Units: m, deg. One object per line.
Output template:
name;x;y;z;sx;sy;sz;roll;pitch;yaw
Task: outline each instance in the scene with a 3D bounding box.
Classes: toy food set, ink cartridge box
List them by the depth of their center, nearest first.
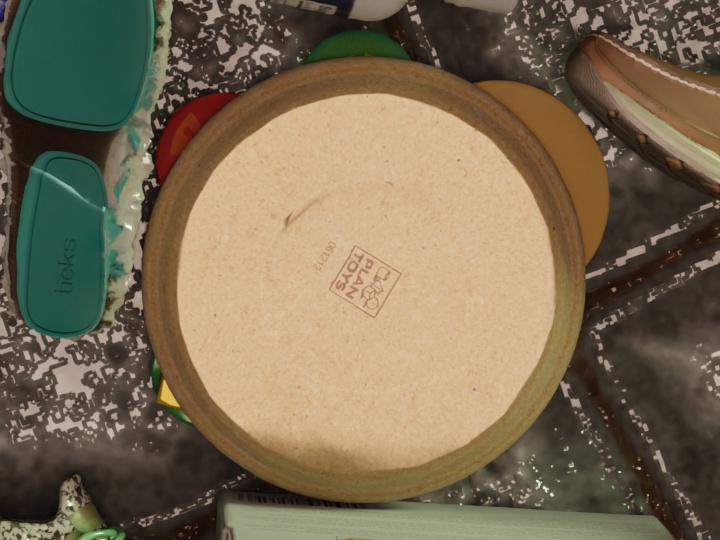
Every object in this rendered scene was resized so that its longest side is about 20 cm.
ink cartridge box;0.040;0.130;1.140;0.199;0.174;0.044;4;96;-4
toy food set;0.000;0.000;1.184;0.197;0.049;0.201;15;97;-6

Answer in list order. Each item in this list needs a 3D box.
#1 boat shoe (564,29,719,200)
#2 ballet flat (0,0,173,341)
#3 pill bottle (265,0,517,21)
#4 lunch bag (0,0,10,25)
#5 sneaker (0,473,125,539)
boat shoe;0.180;-0.058;1.181;0.199;0.076;0.072;27;91;-16
ballet flat;-0.116;-0.065;1.133;0.071;0.072;0.201;10;122;-5
pill bottle;-0.027;-0.165;1.129;0.199;0.111;0.112;11;97;-6
lunch bag;-0.259;-0.120;1.115;0.200;0.124;0.170;43;92;-1
sneaker;-0.120;0.135;1.186;0.199;0.077;0.089;16;84;-10
